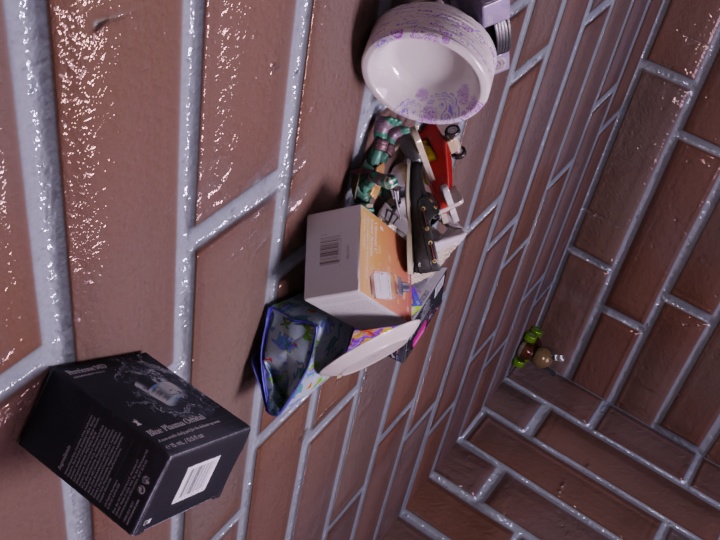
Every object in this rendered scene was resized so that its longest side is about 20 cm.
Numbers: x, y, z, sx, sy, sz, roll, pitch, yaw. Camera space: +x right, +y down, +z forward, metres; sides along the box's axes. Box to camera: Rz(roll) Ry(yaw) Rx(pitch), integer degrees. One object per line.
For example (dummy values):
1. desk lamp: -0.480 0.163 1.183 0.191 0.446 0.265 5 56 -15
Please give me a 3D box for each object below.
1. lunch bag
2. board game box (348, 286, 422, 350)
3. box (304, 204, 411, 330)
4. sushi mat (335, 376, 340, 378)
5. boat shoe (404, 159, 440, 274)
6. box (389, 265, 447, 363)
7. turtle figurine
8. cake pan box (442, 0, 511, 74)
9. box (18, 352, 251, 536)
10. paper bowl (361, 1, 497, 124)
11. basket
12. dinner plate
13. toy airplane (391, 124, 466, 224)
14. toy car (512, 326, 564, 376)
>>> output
1. lunch bag: -0.101 0.145 1.668 0.170 0.127 0.201 -27 132 -58
2. board game box: 0.006 0.101 1.798 0.134 0.045 0.200 0 148 -39
3. box: 0.000 0.000 1.587 0.200 0.106 0.153 32 53 -56
4. sushi mat: -0.014 0.150 2.063 0.096 0.012 0.201 -44 155 -41
5. boat shoe: 0.107 -0.094 1.627 0.074 0.063 0.203 55 31 -78
6. box: 0.094 0.075 2.058 0.200 0.114 0.133 -55 160 -34
7. turtle figurine: 0.033 -0.159 1.614 0.150 0.100 0.201 14 89 -89
8. cake pan box: 0.177 -0.429 1.469 0.052 0.201 0.184 -22 153 0
9. box: -0.282 0.211 1.193 0.118 0.199 0.196 -63 161 12
10. paper bowl: 0.108 -0.325 1.419 0.201 0.199 0.105 82 23 -61
11. basket: 0.103 -0.060 1.866 0.124 0.135 0.200 -55 164 22
12. dinner plate: 0.021 0.142 1.622 0.199 0.024 0.200 -27 167 -7
13. toy airplane: 0.126 -0.175 1.761 0.199 0.140 0.201 -38 121 -73
14. toy car: 0.805 0.377 4.154 0.158 0.199 0.165 -26 142 -58
